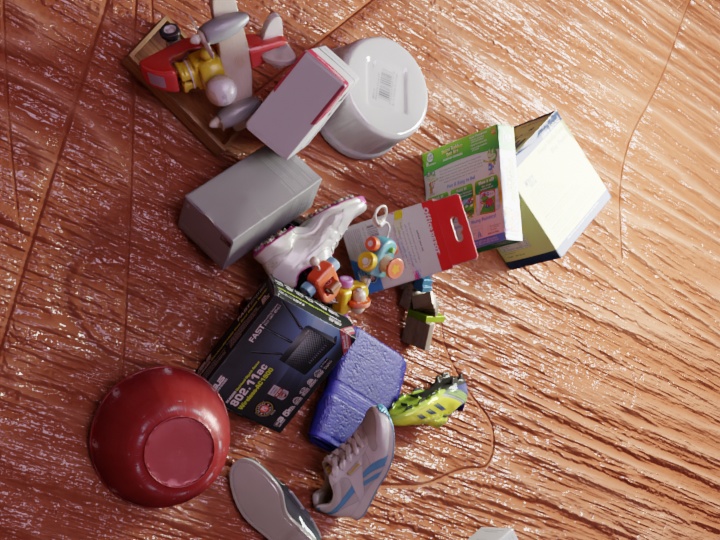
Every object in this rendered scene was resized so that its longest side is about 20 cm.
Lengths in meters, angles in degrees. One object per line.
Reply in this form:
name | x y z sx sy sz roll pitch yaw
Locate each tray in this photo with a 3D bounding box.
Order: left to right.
tray | -0.259 -0.281 1.643 0.200 0.037 0.099 45 58 -19

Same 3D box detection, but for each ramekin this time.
ramekin | 0.018 -0.295 1.810 0.200 0.098 0.201 9 75 -35

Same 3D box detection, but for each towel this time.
towel | -0.006 0.204 1.718 0.148 0.050 0.200 36 61 -33

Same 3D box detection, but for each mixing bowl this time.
mixing bowl | -0.258 0.235 1.453 0.200 0.108 0.200 -1 93 -23

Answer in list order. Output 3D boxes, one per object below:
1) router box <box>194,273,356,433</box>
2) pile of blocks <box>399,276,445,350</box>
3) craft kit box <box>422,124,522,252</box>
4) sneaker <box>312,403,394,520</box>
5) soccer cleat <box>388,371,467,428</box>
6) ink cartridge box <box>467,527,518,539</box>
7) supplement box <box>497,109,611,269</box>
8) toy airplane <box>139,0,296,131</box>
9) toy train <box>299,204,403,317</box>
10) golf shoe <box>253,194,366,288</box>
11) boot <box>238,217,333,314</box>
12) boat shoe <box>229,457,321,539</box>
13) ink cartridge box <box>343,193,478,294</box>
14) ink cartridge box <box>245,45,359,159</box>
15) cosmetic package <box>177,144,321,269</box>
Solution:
router box | -0.125 0.124 1.564 0.150 0.062 0.200 30 107 -27
pile of blocks | 0.110 0.035 1.815 0.062 0.082 0.200 0 81 -43
craft kit box | 0.187 -0.128 1.833 0.048 0.200 0.198 0 81 -36
sneaker | -0.008 0.291 1.625 0.081 0.077 0.200 12 111 -24
soccer cleat | 0.117 0.229 1.768 0.200 0.065 0.084 -19 107 -52
ink cartridge box | 0.192 0.537 1.762 0.200 0.084 0.145 -31 99 -36
supplement box | 0.317 -0.146 1.971 0.200 0.134 0.200 -46 107 -34
toy airplane | -0.189 -0.292 1.548 0.200 0.199 0.141 26 41 -38
toy train | 0.000 0.000 1.631 0.200 0.056 0.150 -44 143 -26
golf shoe | -0.065 -0.043 1.632 0.200 0.075 0.092 -32 93 -21
boot | -0.117 0.030 1.659 0.150 0.073 0.200 -22 98 -37
boat shoe | -0.124 0.356 1.600 0.200 0.073 0.062 53 12 -7
ink cartridge box | 0.082 -0.043 1.743 0.067 0.200 0.116 -12 85 -80
ink cartridge box | -0.083 -0.259 1.636 0.083 0.145 0.200 39 14 -3
cosmetic package | -0.166 -0.103 1.622 0.107 0.090 0.200 45 57 13
